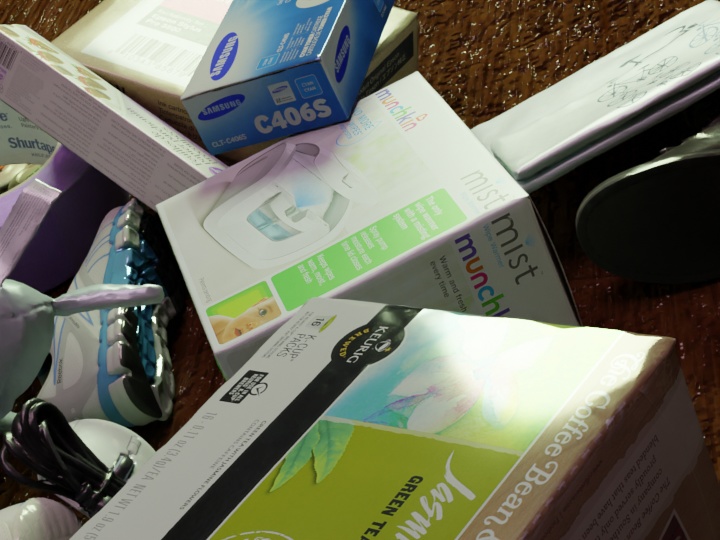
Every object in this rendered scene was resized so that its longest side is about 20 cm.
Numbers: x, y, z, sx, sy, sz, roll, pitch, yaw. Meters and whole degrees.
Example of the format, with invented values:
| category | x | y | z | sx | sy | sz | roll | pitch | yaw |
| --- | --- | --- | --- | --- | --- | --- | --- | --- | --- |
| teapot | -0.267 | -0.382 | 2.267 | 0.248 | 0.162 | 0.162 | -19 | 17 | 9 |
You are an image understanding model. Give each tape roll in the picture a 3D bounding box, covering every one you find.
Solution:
| category | x | y | z | sx | sy | sz | roll | pitch | yaw |
| --- | --- | --- | --- | --- | --- | --- | --- | --- | --- |
| tape roll | -0.263 | -0.058 | 1.235 | 0.198 | 0.066 | 0.201 | -8 | 39 | 6 |

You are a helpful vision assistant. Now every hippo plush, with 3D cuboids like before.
| category | x | y | z | sx | sy | sz | roll | pitch | yaw |
| --- | --- | --- | --- | --- | --- | --- | --- | --- | --- |
| hippo plush | -0.236 | 0.041 | 0.918 | 0.200 | 0.159 | 0.161 | -49 | 8 | -19 |

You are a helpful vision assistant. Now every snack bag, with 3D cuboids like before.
| category | x | y | z | sx | sy | sz | roll | pitch | yaw |
| --- | --- | --- | --- | --- | --- | --- | --- | --- | --- |
| snack bag | 0.153 | -0.110 | 1.036 | 0.188 | 0.022 | 0.200 | -30 | 13 | 4 |

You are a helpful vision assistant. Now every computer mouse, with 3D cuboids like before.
| category | x | y | z | sx | sy | sz | roll | pitch | yaw |
| --- | --- | --- | --- | --- | --- | --- | --- | --- | --- |
| computer mouse | -0.118 | 0.096 | 0.842 | 0.044 | 0.109 | 0.200 | -56 | 8 | -8 |

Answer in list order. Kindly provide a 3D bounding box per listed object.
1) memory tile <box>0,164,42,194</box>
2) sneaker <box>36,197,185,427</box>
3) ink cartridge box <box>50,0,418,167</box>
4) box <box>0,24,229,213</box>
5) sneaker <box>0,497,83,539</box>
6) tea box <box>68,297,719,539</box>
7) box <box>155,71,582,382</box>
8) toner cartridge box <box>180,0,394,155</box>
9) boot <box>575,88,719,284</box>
| category | x | y | z | sx | sy | sz | roll | pitch | yaw |
| --- | --- | --- | --- | --- | --- | --- | --- | --- | --- |
| memory tile | -0.279 | -0.024 | 1.288 | 0.152 | 0.017 | 0.200 | 5 | 40 | 41 |
| sneaker | -0.157 | 0.028 | 1.058 | 0.086 | 0.075 | 0.201 | -23 | 28 | 13 |
| ink cartridge box | -0.083 | -0.130 | 1.189 | 0.199 | 0.076 | 0.165 | 20 | 45 | 22 |
| box | -0.157 | -0.088 | 1.113 | 0.199 | 0.042 | 0.039 | 34 | 20 | 19 |
| sneaker | -0.160 | 0.181 | 0.764 | 0.072 | 0.072 | 0.201 | -36 | 25 | 24 |
| tea box | 0.014 | 0.126 | 0.700 | 0.196 | 0.134 | 0.200 | 6 | 40 | 41 |
| box | 0.000 | 0.000 | 0.963 | 0.175 | 0.097 | 0.200 | -27 | 28 | -2 |
| toner cartridge box | -0.034 | -0.152 | 1.093 | 0.094 | 0.043 | 0.201 | -14 | 32 | 24 |
| boot | 0.199 | -0.072 | 0.981 | 0.198 | 0.070 | 0.174 | -18 | 23 | 1 |
